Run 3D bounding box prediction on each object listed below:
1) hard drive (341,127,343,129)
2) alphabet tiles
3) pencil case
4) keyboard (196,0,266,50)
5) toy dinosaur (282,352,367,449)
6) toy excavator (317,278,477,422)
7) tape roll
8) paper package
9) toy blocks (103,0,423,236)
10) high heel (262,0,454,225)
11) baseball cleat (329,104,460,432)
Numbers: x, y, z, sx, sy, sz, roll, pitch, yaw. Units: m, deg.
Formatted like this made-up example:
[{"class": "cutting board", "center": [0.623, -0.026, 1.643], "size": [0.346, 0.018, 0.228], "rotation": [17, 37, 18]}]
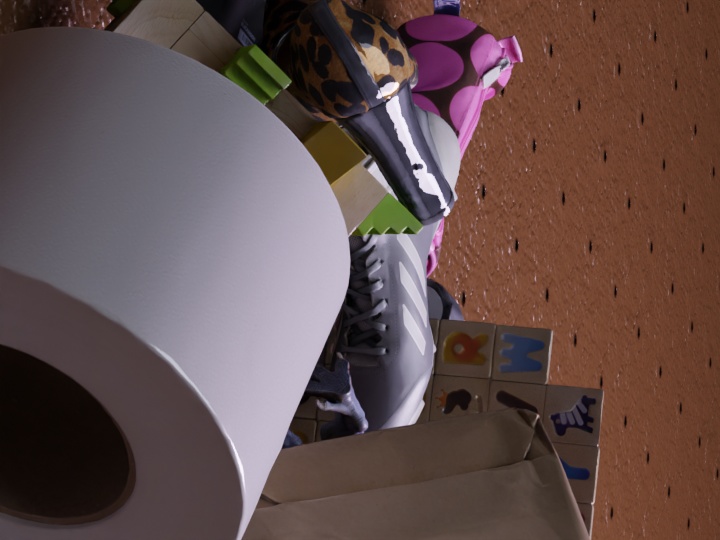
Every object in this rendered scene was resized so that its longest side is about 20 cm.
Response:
[{"class": "hard drive", "center": [-0.058, -0.028, 1.232], "size": [0.200, 0.033, 0.140], "rotation": [-52, 141, -46]}, {"class": "alphabet tiles", "center": [0.037, 0.109, 1.299], "size": [0.006, 0.199, 0.167], "rotation": [50, 45, -74]}, {"class": "pencil case", "center": [0.035, -0.076, 1.419], "size": [0.091, 0.093, 0.200], "rotation": [68, 33, -43]}, {"class": "keyboard", "center": [-0.074, -0.101, 1.247], "size": [0.200, 0.021, 0.127], "rotation": [49, 50, -55]}, {"class": "toy dinosaur", "center": [-0.037, 0.142, 1.194], "size": [0.105, 0.200, 0.182], "rotation": [-30, 129, -33]}, {"class": "toy excavator", "center": [0.011, 0.133, 1.342], "size": [0.100, 0.194, 0.200], "rotation": [50, 18, -58]}, {"class": "tape roll", "center": [-0.118, 0.020, 0.919], "size": [0.139, 0.202, 0.203], "rotation": [-67, 149, -43]}, {"class": "paper package", "center": [-0.018, 0.166, 1.076], "size": [0.190, 0.200, 0.104], "rotation": [-7, 60, -35]}, {"class": "toy blocks", "center": [-0.089, -0.040, 1.084], "size": [0.200, 0.100, 0.137], "rotation": [44, 80, -14]}, {"class": "high heel", "center": [-0.021, -0.126, 1.133], "size": [0.200, 0.071, 0.143], "rotation": [55, -3, 44]}, {"class": "baseball cleat", "center": [0.000, 0.000, 1.266], "size": [0.106, 0.070, 0.201], "rotation": [22, 73, -49]}]
